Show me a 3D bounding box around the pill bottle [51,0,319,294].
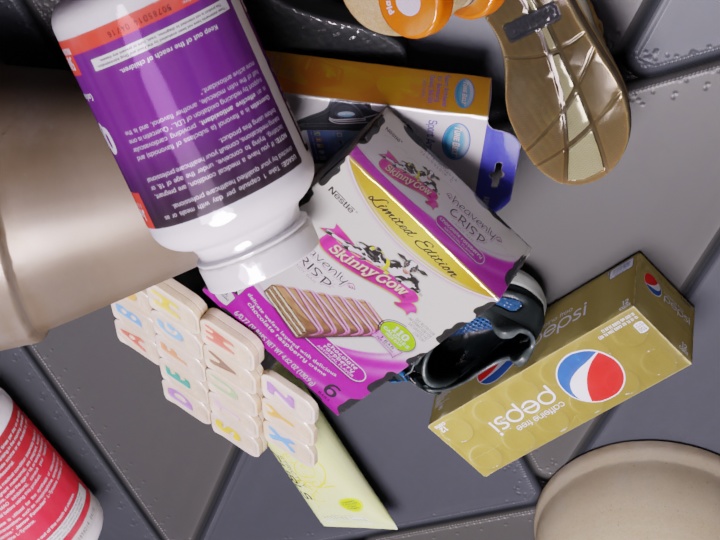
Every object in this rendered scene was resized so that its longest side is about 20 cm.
[{"bbox_3d":[-0.100,-0.091,1.028,0.112,0.112,0.201,-17,105,25],"label":"pill bottle"}]

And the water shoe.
[{"bbox_3d":[0.039,0.052,1.235,0.199,0.079,0.072,-20,121,27],"label":"water shoe"}]

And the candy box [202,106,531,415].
[{"bbox_3d":[0.000,0.000,1.132,0.136,0.061,0.200,43,137,-7],"label":"candy box"}]

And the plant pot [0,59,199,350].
[{"bbox_3d":[-0.186,-0.057,1.150,0.172,0.201,0.201,-10,127,0],"label":"plant pot"}]

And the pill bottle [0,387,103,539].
[{"bbox_3d":[-0.311,0.167,1.391,0.112,0.113,0.200,-19,122,26],"label":"pill bottle"}]

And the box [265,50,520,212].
[{"bbox_3d":[0.006,-0.087,1.133,0.199,0.042,0.119,6,145,0],"label":"box"}]

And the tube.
[{"bbox_3d":[-0.042,0.143,1.349,0.052,0.058,0.201,-33,124,-4],"label":"tube"}]

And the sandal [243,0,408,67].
[{"bbox_3d":[-0.063,-0.172,1.106,0.199,0.048,0.075,21,136,-21],"label":"sandal"}]

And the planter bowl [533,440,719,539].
[{"bbox_3d":[0.227,0.252,1.315,0.199,0.135,0.201,7,130,9],"label":"planter bowl"}]

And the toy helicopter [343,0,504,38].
[{"bbox_3d":[0.017,-0.242,1.011,0.132,0.079,0.201,17,118,34],"label":"toy helicopter"}]

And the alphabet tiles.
[{"bbox_3d":[-0.113,0.075,1.265,0.195,0.015,0.200,33,155,15],"label":"alphabet tiles"}]

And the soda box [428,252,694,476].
[{"bbox_3d":[0.146,0.072,1.235,0.200,0.064,0.068,-34,115,33],"label":"soda box"}]

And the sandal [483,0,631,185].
[{"bbox_3d":[0.120,-0.151,1.074,0.080,0.054,0.201,-17,108,32],"label":"sandal"}]
